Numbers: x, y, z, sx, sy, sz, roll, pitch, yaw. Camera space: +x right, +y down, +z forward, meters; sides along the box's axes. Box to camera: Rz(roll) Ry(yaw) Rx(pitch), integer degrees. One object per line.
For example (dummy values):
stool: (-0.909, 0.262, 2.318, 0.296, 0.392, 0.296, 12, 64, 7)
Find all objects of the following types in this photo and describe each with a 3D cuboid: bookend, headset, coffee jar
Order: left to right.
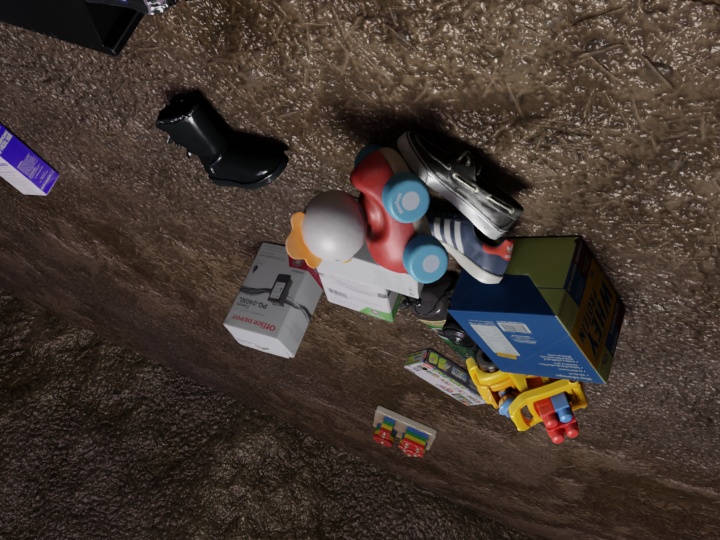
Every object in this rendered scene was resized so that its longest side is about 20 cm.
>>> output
bookend: (-0.406, -0.403, 0.984, 0.194, 0.094, 0.201, 18, 154, 12)
coffee jar: (0.179, 0.089, 1.428, 0.103, 0.087, 0.199, 1, 148, 47)
headset: (0.166, 0.070, 1.316, 0.195, 0.127, 0.093, 11, 166, -27)

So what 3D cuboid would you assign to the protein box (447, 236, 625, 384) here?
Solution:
protein box: (0.280, 0.063, 1.209, 0.195, 0.137, 0.200, 1, 147, 43)

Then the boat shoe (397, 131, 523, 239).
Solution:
boat shoe: (0.139, -0.131, 1.051, 0.199, 0.071, 0.064, 39, 122, -10)

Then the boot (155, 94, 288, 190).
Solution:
boot: (-0.228, -0.211, 1.238, 0.195, 0.074, 0.163, 4, 146, 41)

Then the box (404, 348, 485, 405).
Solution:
box: (0.210, 0.254, 1.802, 0.197, 0.035, 0.110, 33, 155, -16)

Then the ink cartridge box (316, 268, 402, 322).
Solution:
ink cartridge box: (0.000, 0.000, 1.422, 0.143, 0.086, 0.201, 17, 155, 16)

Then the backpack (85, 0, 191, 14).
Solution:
backpack: (-0.273, -0.387, 0.811, 0.186, 0.157, 0.202, -1, 141, 30)

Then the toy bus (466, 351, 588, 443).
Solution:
toy bus: (0.305, 0.217, 1.360, 0.196, 0.196, 0.136, -22, 140, 14)

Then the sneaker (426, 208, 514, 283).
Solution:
sneaker: (0.151, -0.068, 1.166, 0.199, 0.086, 0.074, 37, -157, 22)

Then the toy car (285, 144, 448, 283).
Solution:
toy car: (-0.008, -0.055, 1.062, 0.185, 0.196, 0.180, -124, 11, -62)

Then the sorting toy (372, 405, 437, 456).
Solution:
sorting toy: (0.127, 0.515, 2.383, 0.195, 0.071, 0.200, 22, 156, 8)

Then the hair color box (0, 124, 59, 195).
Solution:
hair color box: (-0.786, -0.254, 1.708, 0.107, 0.066, 0.200, 7, 152, 37)

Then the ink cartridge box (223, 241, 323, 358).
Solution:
ink cartridge box: (-0.170, 0.058, 1.564, 0.142, 0.204, 0.084, 10, 154, 28)

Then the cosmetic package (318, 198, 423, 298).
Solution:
cosmetic package: (0.023, -0.043, 1.279, 0.195, 0.115, 0.082, 15, 155, 16)
